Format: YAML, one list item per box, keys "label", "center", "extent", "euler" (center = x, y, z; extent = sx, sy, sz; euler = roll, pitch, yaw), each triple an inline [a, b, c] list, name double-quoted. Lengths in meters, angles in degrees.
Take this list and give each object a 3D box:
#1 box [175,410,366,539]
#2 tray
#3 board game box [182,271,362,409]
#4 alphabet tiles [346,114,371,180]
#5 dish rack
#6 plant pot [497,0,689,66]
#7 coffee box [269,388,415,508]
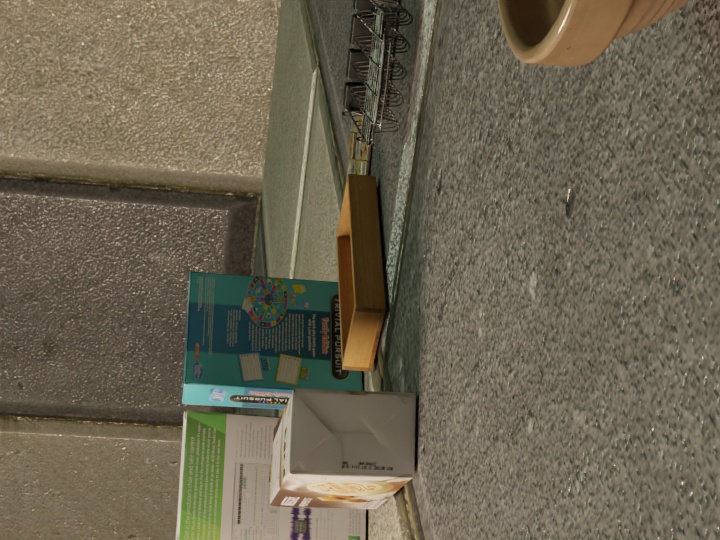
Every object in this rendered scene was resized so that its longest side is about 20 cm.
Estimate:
- label: "box"
  center: [-0.092, 0.226, 1.544]
  extent: [0.036, 0.199, 0.145]
  euler: [123, 151, -67]
- label: "tray"
  center: [0.000, 0.000, 1.597]
  extent: [0.099, 0.037, 0.201]
  euler: [102, 170, -45]
- label: "board game box"
  center: [-0.100, 0.082, 1.675]
  extent: [0.047, 0.198, 0.152]
  euler: [106, 166, -54]
- label: "alphabet tiles"
  center: [0.003, -0.201, 1.781]
  extent: [0.167, 0.007, 0.202]
  euler: [-145, 59, -81]
- label: "dish rack"
  center: [0.019, -0.212, 1.512]
  extent: [0.200, 0.054, 0.154]
  euler: [-113, 26, -69]
- label: "plant pot"
  center: [0.121, -0.183, 0.608]
  extent: [0.201, 0.092, 0.202]
  euler: [-175, 90, -81]
- label: "coffee box"
  center: [-0.021, 0.170, 1.376]
  extent: [0.200, 0.114, 0.080]
  euler: [119, 153, -71]
